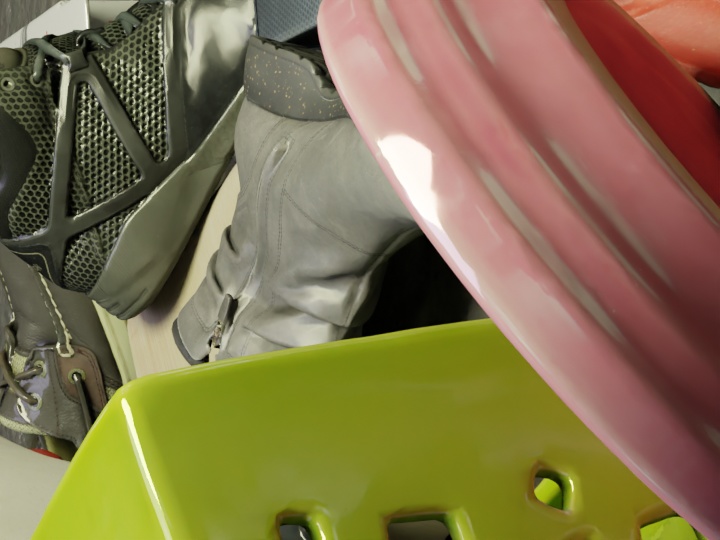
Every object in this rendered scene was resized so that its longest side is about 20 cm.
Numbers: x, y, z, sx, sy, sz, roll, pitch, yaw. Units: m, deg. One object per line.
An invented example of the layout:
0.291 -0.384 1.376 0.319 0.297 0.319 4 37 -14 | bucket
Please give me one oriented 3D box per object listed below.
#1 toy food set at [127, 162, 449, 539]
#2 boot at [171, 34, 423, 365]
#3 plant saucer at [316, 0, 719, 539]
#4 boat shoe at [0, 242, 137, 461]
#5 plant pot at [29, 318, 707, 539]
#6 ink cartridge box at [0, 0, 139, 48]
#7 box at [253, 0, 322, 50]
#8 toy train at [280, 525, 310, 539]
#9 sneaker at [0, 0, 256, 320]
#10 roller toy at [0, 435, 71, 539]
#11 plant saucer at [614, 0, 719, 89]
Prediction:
-0.026 0.047 1.024 0.144 0.060 0.201 -49 48 44 | toy food set
0.000 0.000 0.892 0.200 0.069 0.132 -146 69 -65 | boot
0.074 -0.009 0.629 0.051 0.200 0.201 -43 41 14 | plant saucer
-0.135 0.057 1.175 0.072 0.066 0.202 20 136 59 | boat shoe
0.018 0.141 0.734 0.199 0.199 0.182 -58 45 53 | plant pot
-0.127 -0.064 1.235 0.200 0.066 0.117 169 98 -68 | ink cartridge box
0.012 -0.172 0.909 0.200 0.051 0.159 166 101 -68 | box
-0.025 0.172 0.893 0.114 0.085 0.201 130 143 -49 | toy train
-0.095 -0.090 1.040 0.200 0.114 0.076 -60 16 9 | sneaker
-0.148 0.146 0.901 0.200 0.139 0.183 -112 37 -54 | roller toy
0.123 -0.144 0.657 0.200 0.037 0.201 -149 59 -64 | plant saucer
